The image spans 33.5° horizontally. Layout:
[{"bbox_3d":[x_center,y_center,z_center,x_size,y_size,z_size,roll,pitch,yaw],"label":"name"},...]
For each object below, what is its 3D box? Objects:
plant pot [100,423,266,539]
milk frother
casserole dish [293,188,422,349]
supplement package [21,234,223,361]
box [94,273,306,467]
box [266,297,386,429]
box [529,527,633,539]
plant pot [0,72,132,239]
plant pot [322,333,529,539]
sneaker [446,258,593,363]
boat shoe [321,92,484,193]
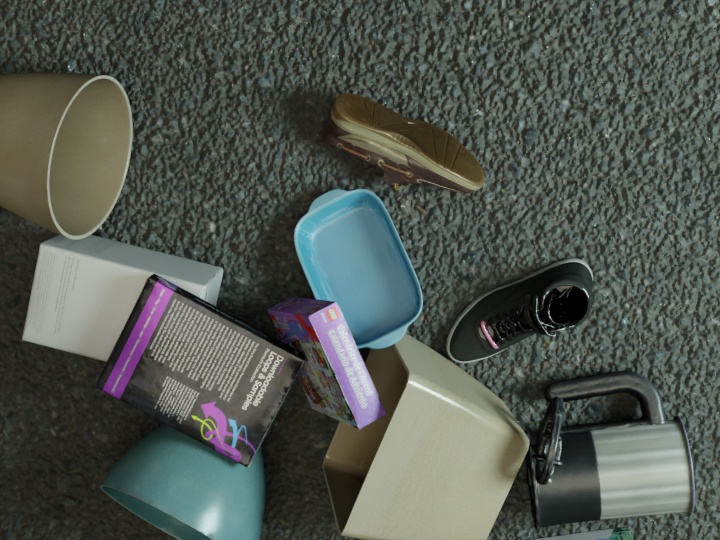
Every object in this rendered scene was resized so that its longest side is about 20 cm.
[{"bbox_3d":[-0.191,0.247,1.432,0.199,0.200,0.135,29,70,-2],"label":"plant pot"},{"bbox_3d":[0.286,0.217,1.378,0.186,0.200,0.182,-7,99,4],"label":"milk frother"},{"bbox_3d":[0.000,0.000,1.410,0.120,0.039,0.201,-27,74,8],"label":"casserole dish"},{"bbox_3d":[-0.278,0.039,1.420,0.198,0.121,0.121,14,100,2],"label":"supplement package"},{"bbox_3d":[-0.179,0.113,1.349,0.199,0.036,0.144,29,100,-2],"label":"box"},{"bbox_3d":[-0.042,0.102,1.379,0.039,0.200,0.138,-27,98,-16],"label":"box"},{"bbox_3d":[0.262,0.365,1.405,0.143,0.200,0.037,-9,103,4],"label":"box"},{"bbox_3d":[-0.394,-0.151,1.380,0.198,0.187,0.189,15,101,15],"label":"plant pot"},{"bbox_3d":[0.081,0.205,1.401,0.176,0.200,0.201,20,101,-13],"label":"plant pot"},{"bbox_3d":[0.187,0.055,1.406,0.199,0.099,0.071,-30,99,9],"label":"sneaker"},{"bbox_3d":[0.048,-0.134,1.406,0.199,0.072,0.072,23,131,-11],"label":"boat shoe"}]
